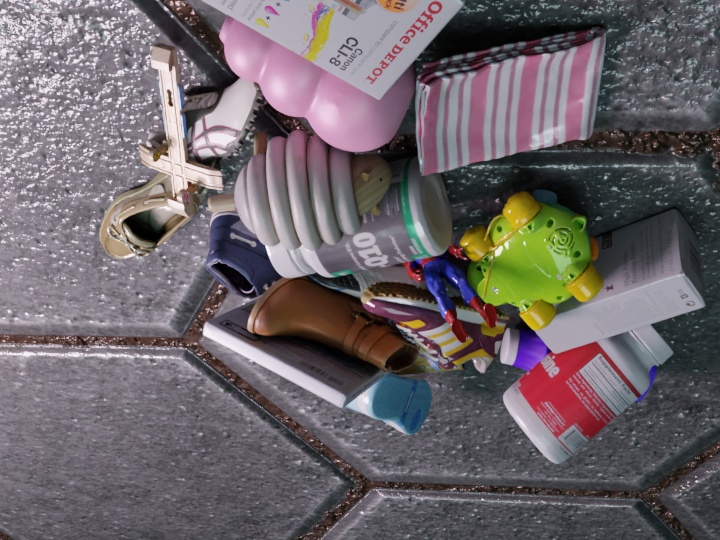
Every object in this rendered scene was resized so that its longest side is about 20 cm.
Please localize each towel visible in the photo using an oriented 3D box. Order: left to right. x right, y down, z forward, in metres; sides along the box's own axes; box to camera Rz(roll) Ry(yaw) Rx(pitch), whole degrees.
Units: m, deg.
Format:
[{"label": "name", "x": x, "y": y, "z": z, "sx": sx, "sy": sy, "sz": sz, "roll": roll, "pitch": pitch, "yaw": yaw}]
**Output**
[{"label": "towel", "x": 0.153, "y": -0.167, "z": 1.186, "sx": 0.197, "sy": 0.030, "sz": 0.147, "roll": -13, "pitch": 143, "yaw": -5}]

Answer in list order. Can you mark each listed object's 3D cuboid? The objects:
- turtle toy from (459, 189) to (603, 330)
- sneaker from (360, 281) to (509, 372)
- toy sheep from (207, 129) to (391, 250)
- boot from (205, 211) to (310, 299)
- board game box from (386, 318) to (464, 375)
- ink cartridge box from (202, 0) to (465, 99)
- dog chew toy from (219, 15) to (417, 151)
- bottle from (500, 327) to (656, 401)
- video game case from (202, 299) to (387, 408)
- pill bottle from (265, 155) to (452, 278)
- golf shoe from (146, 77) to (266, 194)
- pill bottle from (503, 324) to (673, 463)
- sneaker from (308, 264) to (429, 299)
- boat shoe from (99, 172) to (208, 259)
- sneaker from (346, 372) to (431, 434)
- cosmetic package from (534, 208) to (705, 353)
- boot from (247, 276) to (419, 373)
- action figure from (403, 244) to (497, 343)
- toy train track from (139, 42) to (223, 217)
[{"label": "turtle toy", "x": 0.192, "y": -0.015, "z": 1.352, "sx": 0.146, "sy": 0.101, "sz": 0.199, "roll": 48, "pitch": 132, "yaw": -5}, {"label": "sneaker", "x": 0.085, "y": 0.074, "z": 1.387, "sx": 0.197, "sy": 0.075, "sz": 0.091, "roll": 12, "pitch": 102, "yaw": -24}, {"label": "toy sheep", "x": -0.064, "y": -0.085, "z": 1.229, "sx": 0.197, "sy": 0.139, "sz": 0.139, "roll": -11, "pitch": 139, "yaw": 9}, {"label": "boot", "x": -0.117, "y": 0.009, "z": 1.446, "sx": 0.072, "sy": 0.091, "sz": 0.199, "roll": -26, "pitch": 132, "yaw": 34}, {"label": "board game box", "x": 0.030, "y": 0.091, "z": 1.567, "sx": 0.197, "sy": 0.035, "sz": 0.136, "roll": -7, "pitch": 139, "yaw": 18}, {"label": "ink cartridge box", "x": -0.018, "y": -0.283, "z": 1.028, "sx": 0.198, "sy": 0.146, "sz": 0.145, "roll": 25, "pitch": 138, "yaw": -22}, {"label": "dog chew toy", "x": -0.045, "y": -0.202, "z": 1.159, "sx": 0.198, "sy": 0.126, "sz": 0.125, "roll": 24, "pitch": 140, "yaw": -7}, {"label": "bottle", "x": 0.284, "y": 0.117, "z": 1.529, "sx": 0.197, "sy": 0.066, "sz": 0.084, "roll": 12, "pitch": 135, "yaw": -4}, {"label": "video game case", "x": -0.070, "y": 0.094, "z": 1.441, "sx": 0.198, "sy": 0.182, "sz": 0.022, "roll": 26, "pitch": 109, "yaw": 16}, {"label": "pill bottle", "x": -0.004, "y": -0.056, "z": 1.330, "sx": 0.197, "sy": 0.114, "sz": 0.114, "roll": -11, "pitch": 138, "yaw": 23}, {"label": "golf shoe", "x": -0.163, "y": -0.161, "z": 1.264, "sx": 0.087, "sy": 0.078, "sz": 0.200, "roll": 33, "pitch": 134, "yaw": -15}, {"label": "pill bottle", "x": 0.282, "y": 0.134, "z": 1.435, "sx": 0.200, "sy": 0.113, "sz": 0.112, "roll": -41, "pitch": 127, "yaw": 7}, {"label": "sneaker", "x": 0.000, "y": 0.000, "z": 1.440, "sx": 0.197, "sy": 0.073, "sz": 0.072, "roll": 22, "pitch": 173, "yaw": -5}, {"label": "boat shoe", "x": -0.256, "y": -0.059, "z": 1.411, "sx": 0.199, "sy": 0.064, "sz": 0.073, "roll": -28, "pitch": 129, "yaw": 36}, {"label": "sneaker", "x": 0.012, "y": 0.158, "z": 1.578, "sx": 0.129, "sy": 0.081, "sz": 0.200, "roll": 19, "pitch": 170, "yaw": 30}, {"label": "cosmetic package", "x": 0.299, "y": 0.015, "z": 1.374, "sx": 0.198, "sy": 0.103, "sz": 0.074, "roll": -21, "pitch": 133, "yaw": 30}, {"label": "boot", "x": -0.028, "y": 0.072, "z": 1.403, "sx": 0.154, "sy": 0.199, "sz": 0.074, "roll": 38, "pitch": 120, "yaw": 27}, {"label": "action figure", "x": 0.092, "y": 0.002, "z": 1.334, "sx": 0.065, "sy": 0.201, "sz": 0.052, "roll": -30, "pitch": 126, "yaw": -3}, {"label": "toy train track", "x": -0.205, "y": -0.142, "z": 1.246, "sx": 0.113, "sy": 0.033, "sz": 0.203, "roll": 19, "pitch": 129, "yaw": 25}]
